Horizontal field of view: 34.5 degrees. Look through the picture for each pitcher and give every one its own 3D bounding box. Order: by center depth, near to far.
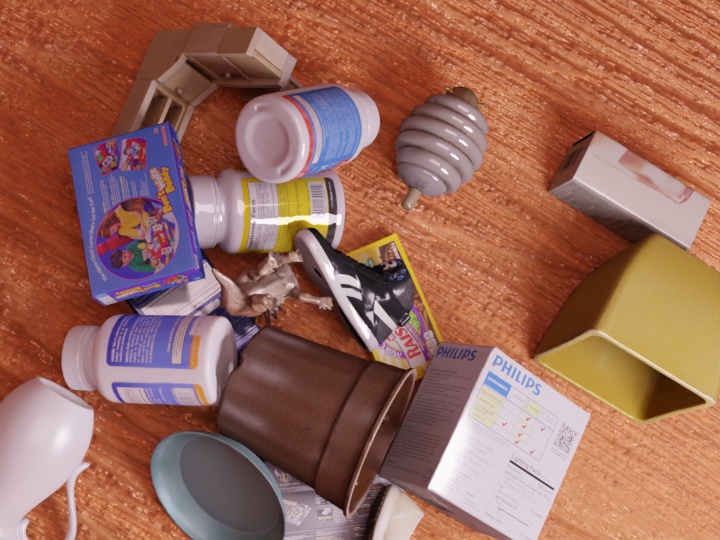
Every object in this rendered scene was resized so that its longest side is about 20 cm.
[{"bbox_3d":[-0.396,0.248,1.427,0.171,0.121,0.200,34,85,-27],"label":"pitcher"}]

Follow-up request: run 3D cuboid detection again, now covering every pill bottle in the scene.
[{"bbox_3d":[-0.264,0.111,1.448,0.200,0.112,0.112,1,79,13],"label":"pill bottle"},{"bbox_3d":[-0.060,-0.183,1.498,0.200,0.112,0.112,-23,86,-53],"label":"pill bottle"},{"bbox_3d":[-0.130,-0.079,1.525,0.200,0.114,0.115,-2,81,-20],"label":"pill bottle"}]

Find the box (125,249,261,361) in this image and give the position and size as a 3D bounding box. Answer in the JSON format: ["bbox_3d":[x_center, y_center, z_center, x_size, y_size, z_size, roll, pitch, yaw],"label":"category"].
[{"bbox_3d":[-0.218,0.063,1.532,0.121,0.032,0.200,-36,89,-16],"label":"box"}]

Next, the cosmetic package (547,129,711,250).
[{"bbox_3d":[0.386,-0.108,1.669,0.200,0.103,0.087,31,76,-8],"label":"cosmetic package"}]

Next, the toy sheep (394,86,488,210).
[{"bbox_3d":[0.108,-0.167,1.596,0.138,0.138,0.200,25,76,-8],"label":"toy sheep"}]

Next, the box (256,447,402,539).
[{"bbox_3d":[-0.042,0.320,1.523,0.200,0.048,0.159,-4,81,-14],"label":"box"}]

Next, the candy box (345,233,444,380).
[{"bbox_3d":[0.043,0.059,1.598,0.102,0.026,0.200,-23,87,-12],"label":"candy box"}]

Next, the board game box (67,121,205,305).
[{"bbox_3d":[-0.279,-0.071,1.438,0.134,0.045,0.200,-14,73,4],"label":"board game box"}]

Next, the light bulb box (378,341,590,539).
[{"bbox_3d":[0.164,0.227,1.519,0.198,0.125,0.200,35,73,-27],"label":"light bulb box"}]

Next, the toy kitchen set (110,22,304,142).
[{"bbox_3d":[-0.181,-0.204,1.523,0.163,0.200,0.181,34,71,-45],"label":"toy kitchen set"}]

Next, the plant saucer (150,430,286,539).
[{"bbox_3d":[-0.171,0.275,1.446,0.200,0.200,0.036,48,41,-2],"label":"plant saucer"}]

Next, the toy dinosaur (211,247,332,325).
[{"bbox_3d":[-0.132,0.027,1.475,0.200,0.135,0.086,-7,83,-51],"label":"toy dinosaur"}]

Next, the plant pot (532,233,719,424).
[{"bbox_3d":[0.393,0.068,1.600,0.194,0.196,0.200,31,69,-7],"label":"plant pot"}]

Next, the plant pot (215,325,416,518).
[{"bbox_3d":[-0.061,0.176,1.444,0.198,0.200,0.201,23,76,11],"label":"plant pot"}]

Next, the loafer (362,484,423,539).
[{"bbox_3d":[0.028,0.374,1.466,0.068,0.076,0.200,21,77,-3],"label":"loafer"}]

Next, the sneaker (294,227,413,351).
[{"bbox_3d":[0.000,0.000,1.529,0.112,0.073,0.200,-39,120,-15],"label":"sneaker"}]
